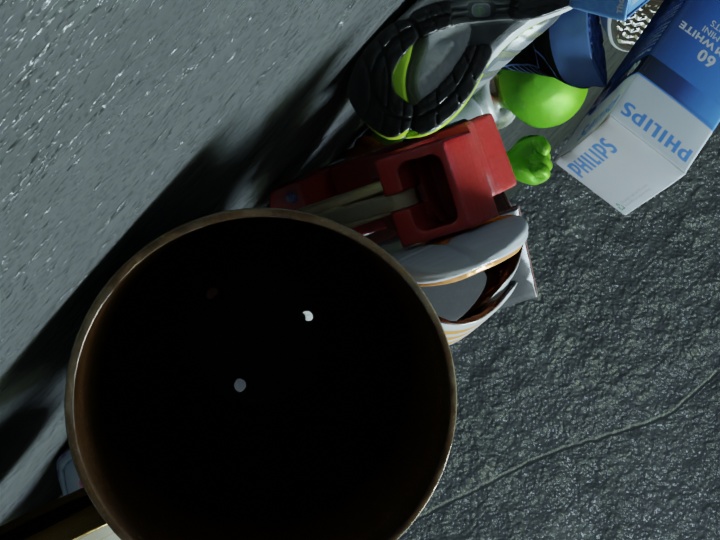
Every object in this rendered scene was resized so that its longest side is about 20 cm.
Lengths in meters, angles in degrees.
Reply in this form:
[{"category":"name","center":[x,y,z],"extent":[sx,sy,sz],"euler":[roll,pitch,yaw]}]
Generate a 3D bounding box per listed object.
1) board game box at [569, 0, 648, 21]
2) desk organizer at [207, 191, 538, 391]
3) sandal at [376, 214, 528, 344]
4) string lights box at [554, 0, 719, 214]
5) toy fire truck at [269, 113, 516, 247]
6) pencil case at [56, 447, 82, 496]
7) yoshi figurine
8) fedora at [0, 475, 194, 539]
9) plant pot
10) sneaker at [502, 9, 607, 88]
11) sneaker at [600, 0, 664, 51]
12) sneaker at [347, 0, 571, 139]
[{"category":"board game box","center":[0.167,-0.231,1.203],"extent":[0.200,0.037,0.152],"euler":[-39,140,-60]},{"category":"desk organizer","center":[0.000,0.000,1.391],"extent":[0.199,0.072,0.077],"euler":[-19,-143,-4]},{"category":"sandal","center":[0.042,0.010,1.219],"extent":[0.079,0.059,0.207],"euler":[-20,-175,-15]},{"category":"string lights box","center":[0.203,-0.137,1.340],"extent":[0.200,0.059,0.103],"euler":[-55,-176,-17]},{"category":"toy fire truck","center":[0.012,-0.041,1.254],"extent":[0.200,0.049,0.141],"euler":[-15,-173,39]},{"category":"pencil case","center":[-0.109,0.100,1.463],"extent":[0.200,0.091,0.083],"euler":[-43,173,-44]},{"category":"yoshi figurine","center":[0.081,-0.099,1.491],"extent":[0.200,0.112,0.112],"euler":[-49,170,-33]},{"category":"fedora","center":[-0.167,0.174,1.202],"extent":[0.200,0.082,0.201],"euler":[-25,-177,1]},{"category":"plant pot","center":[-0.054,0.047,1.159],"extent":[0.187,0.187,0.200],"euler":[-48,-171,4]},{"category":"sneaker","center":[0.107,-0.145,1.371],"extent":[0.078,0.070,0.200],"euler":[-9,-170,6]},{"category":"sneaker","center":[0.167,-0.235,1.407],"extent":[0.073,0.085,0.200],"euler":[-8,140,-8]},{"category":"sneaker","center":[0.069,-0.147,1.262],"extent":[0.200,0.074,0.081],"euler":[-40,-179,-8]}]
